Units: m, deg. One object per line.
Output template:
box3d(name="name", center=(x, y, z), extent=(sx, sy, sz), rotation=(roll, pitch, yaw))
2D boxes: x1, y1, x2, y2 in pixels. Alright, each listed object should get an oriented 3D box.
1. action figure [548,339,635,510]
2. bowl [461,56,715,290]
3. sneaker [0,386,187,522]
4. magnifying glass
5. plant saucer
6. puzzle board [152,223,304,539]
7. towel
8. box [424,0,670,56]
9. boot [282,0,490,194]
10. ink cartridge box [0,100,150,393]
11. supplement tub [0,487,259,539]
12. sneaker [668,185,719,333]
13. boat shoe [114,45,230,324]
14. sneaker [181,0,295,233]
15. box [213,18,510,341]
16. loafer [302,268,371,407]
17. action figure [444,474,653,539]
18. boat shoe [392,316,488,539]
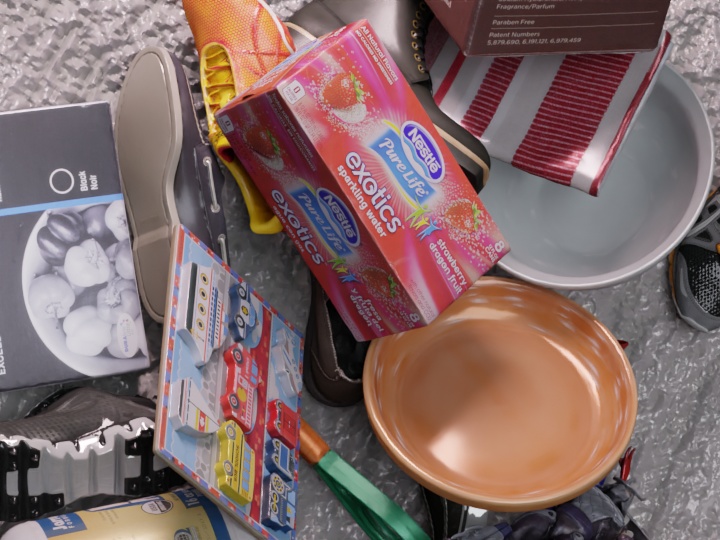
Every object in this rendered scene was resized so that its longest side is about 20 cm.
box3d(name="action figure", center=(0.172, 0.151, 1.748), extent=(0.065, 0.052, 0.202), rotation=(7, 97, 18))
box3d(name="bowl", center=(0.172, -0.066, 1.732), extent=(0.199, 0.090, 0.203), rotation=(-4, 68, 11))
box3d(name="sneaker", center=(-0.218, 0.125, 1.606), extent=(0.198, 0.091, 0.067), rotation=(-6, 117, -22))
box3d(name="magnifying glass", center=(-0.013, 0.152, 1.686), extent=(0.200, 0.080, 0.022), rotation=(44, 74, 0))
box3d(name="plant saucer", center=(0.099, 0.093, 1.644), extent=(0.198, 0.038, 0.201), rotation=(3, 51, -3))
box3d(name="puzzle board", center=(-0.086, 0.082, 1.593), extent=(0.151, 0.017, 0.201), rotation=(45, 33, -38))
box3d(name="towel", center=(0.118, -0.152, 1.719), extent=(0.199, 0.023, 0.145), rotation=(23, 76, 20))
box3d(name="box", center=(0.134, -0.279, 1.630), extent=(0.163, 0.166, 0.201), rotation=(-3, 128, -24))
box3d(name="boot", center=(0.043, -0.159, 1.693), extent=(0.199, 0.078, 0.138), rotation=(37, 69, 13))
box3d(name="ink cartridge box", center=(-0.261, -0.012, 1.623), extent=(0.198, 0.043, 0.200), rotation=(-9, 89, -18))
box3d(name="supplement tub", center=(-0.171, 0.236, 1.580), extent=(0.198, 0.145, 0.146), rotation=(-10, 89, -20))
box3d(name="sneaker", center=(0.311, -0.042, 1.806), extent=(0.078, 0.077, 0.201), rotation=(33, 78, -15))
box3d(name="boat shoe", center=(-0.132, -0.063, 1.669), extent=(0.062, 0.072, 0.202), rotation=(-4, 87, -44))
box3d(name="sneaker", center=(-0.081, -0.125, 1.654), extent=(0.077, 0.073, 0.201), rotation=(-23, 88, -52))
box3d(name="box", center=(0.002, -0.062, 1.610), extent=(0.100, 0.095, 0.201), rotation=(-40, 103, -32))
box3d(name="loafer", center=(0.000, 0.000, 1.697), extent=(0.072, 0.071, 0.202), rotation=(1, 85, -19))
box3d(name="action figure", center=(0.143, 0.189, 1.648), extent=(0.199, 0.130, 0.070), rotation=(-23, 138, -43))
box3d(name="boat shoe", center=(0.053, 0.127, 1.711), extent=(0.063, 0.071, 0.202), rotation=(0, 78, -20))
